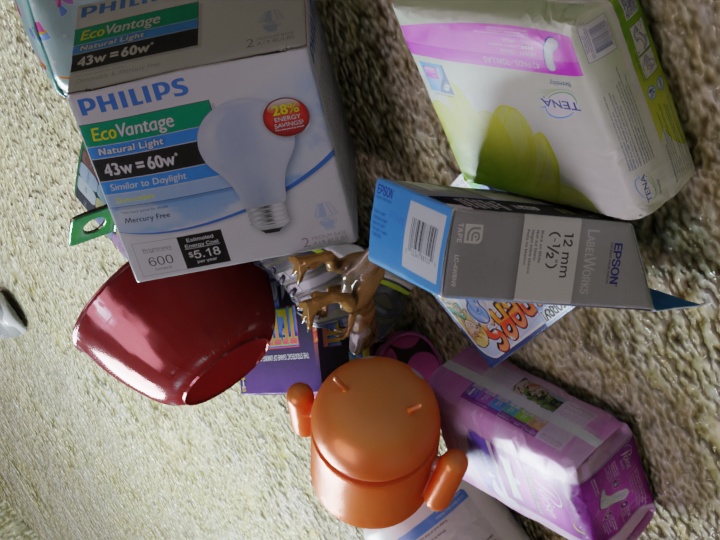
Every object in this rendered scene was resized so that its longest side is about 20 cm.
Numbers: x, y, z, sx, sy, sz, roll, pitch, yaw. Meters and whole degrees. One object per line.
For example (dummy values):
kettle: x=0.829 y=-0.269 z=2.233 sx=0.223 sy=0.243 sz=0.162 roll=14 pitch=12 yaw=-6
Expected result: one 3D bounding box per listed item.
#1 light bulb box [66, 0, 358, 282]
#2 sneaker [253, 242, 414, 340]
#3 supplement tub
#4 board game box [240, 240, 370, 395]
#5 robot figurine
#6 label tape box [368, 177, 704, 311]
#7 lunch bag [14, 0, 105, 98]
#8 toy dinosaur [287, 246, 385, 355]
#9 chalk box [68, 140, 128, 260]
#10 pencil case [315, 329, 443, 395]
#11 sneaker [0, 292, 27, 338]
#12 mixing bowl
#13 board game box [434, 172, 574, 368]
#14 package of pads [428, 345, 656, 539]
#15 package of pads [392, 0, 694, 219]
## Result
light bulb box: x=-0.115 y=-0.119 z=1.449 sx=0.126 sy=0.196 sz=0.201 roll=-94 pitch=-9 yaw=-48
sneaker: x=-0.048 y=0.004 z=1.553 sx=0.198 sy=0.082 sz=0.074 roll=17 pitch=-179 yaw=-5
supplement tub: x=0.108 y=0.292 z=1.731 sx=0.201 sy=0.132 sz=0.132 roll=54 pitch=157 yaw=0
board game box: x=-0.062 y=0.032 z=1.686 sx=0.200 sy=0.056 sz=0.167 roll=-11 pitch=84 yaw=64
robot figurine: x=0.014 y=0.151 z=1.558 sx=0.145 sy=0.116 sz=0.201 roll=59 pitch=164 yaw=27
label tape box: x=0.122 y=-0.018 z=1.239 sx=0.143 sy=0.198 sz=0.067 roll=-152 pitch=66 yaw=-68
lunch bag: x=-0.220 y=-0.252 z=1.543 sx=0.077 sy=0.159 sz=0.201 roll=56 pitch=165 yaw=43
toy dinosaur: x=0.000 y=0.000 z=1.467 sx=0.201 sy=0.105 sz=0.061 roll=113 pitch=140 yaw=-56
chalk box: x=-0.183 y=-0.080 z=1.657 sx=0.124 sy=0.199 sz=0.125 roll=48 pitch=156 yaw=9
pencil case: x=0.011 y=0.117 z=1.720 sx=0.094 sy=0.090 sz=0.200 roll=62 pitch=154 yaw=-1
sneaker: x=-0.576 y=0.087 z=2.761 sx=0.075 sy=0.082 sz=0.200 roll=57 pitch=156 yaw=-11
mixing bowl: x=-0.151 y=0.052 z=1.626 sx=0.109 sy=0.199 sz=0.201 roll=53 pitch=157 yaw=16
board game box: x=0.108 y=-0.007 z=1.430 sx=0.136 sy=0.034 sz=0.200 roll=51 pitch=157 yaw=4
package of pads: x=0.151 y=0.154 z=1.528 sx=0.199 sy=0.076 sz=0.121 roll=26 pitch=148 yaw=46
package of pads: x=0.122 y=-0.120 z=1.205 sx=0.199 sy=0.068 sz=0.156 roll=17 pitch=139 yaw=54
